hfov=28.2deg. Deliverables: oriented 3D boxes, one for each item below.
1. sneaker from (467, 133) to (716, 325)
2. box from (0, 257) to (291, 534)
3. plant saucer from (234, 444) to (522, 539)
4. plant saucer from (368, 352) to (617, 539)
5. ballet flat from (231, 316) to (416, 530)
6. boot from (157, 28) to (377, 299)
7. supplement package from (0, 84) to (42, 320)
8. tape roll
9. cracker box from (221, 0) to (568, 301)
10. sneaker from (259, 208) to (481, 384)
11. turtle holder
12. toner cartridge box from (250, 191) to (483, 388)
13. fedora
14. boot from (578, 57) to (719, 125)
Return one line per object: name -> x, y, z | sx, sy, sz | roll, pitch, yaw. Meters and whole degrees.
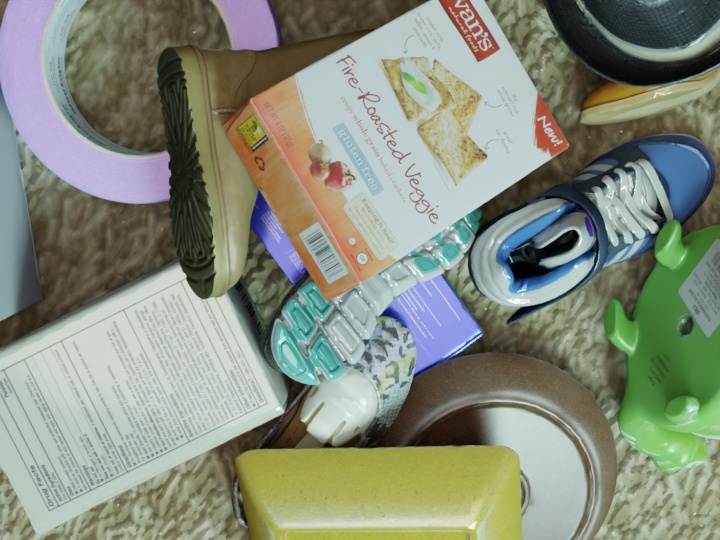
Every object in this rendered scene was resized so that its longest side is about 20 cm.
sneaker -> 0.169, -0.032, 0.999 | 0.198, 0.146, 0.081 | -24, 96, 3
box -> -0.164, 0.079, 1.032 | 0.199, 0.109, 0.129 | -26, 96, 3
plant saucer -> 0.017, 0.213, 1.020 | 0.198, 0.049, 0.201 | -2, 128, 6
plant saucer -> 0.096, 0.160, 1.056 | 0.198, 0.035, 0.202 | -2, 109, -5
ballet flat -> -0.029, 0.119, 1.028 | 0.072, 0.072, 0.201 | 36, 113, -3
boot -> -0.030, -0.078, 0.978 | 0.198, 0.066, 0.177 | -6, 93, -29
supplement package -> -0.349, -0.048, 1.001 | 0.198, 0.147, 0.193 | -8, 96, 2
tape roll -> -0.155, -0.151, 1.030 | 0.198, 0.066, 0.202 | 0, 96, 0
cracker box -> 0.027, -0.089, 0.944 | 0.199, 0.058, 0.135 | -33, 93, -30
sneaker -> 0.000, 0.000, 0.996 | 0.200, 0.091, 0.078 | -42, 98, -23
turtle holder -> 0.260, 0.065, 1.014 | 0.131, 0.141, 0.187 | 13, 94, -28
toner cartridge box -> -0.005, -0.009, 1.055 | 0.095, 0.043, 0.201 | -35, 95, 3
fedora -> 0.193, -0.230, 0.965 | 0.199, 0.091, 0.203 | -6, 77, 26
boot -> 0.231, -0.199, 1.029 | 0.199, 0.071, 0.145 | -21, 84, 10
